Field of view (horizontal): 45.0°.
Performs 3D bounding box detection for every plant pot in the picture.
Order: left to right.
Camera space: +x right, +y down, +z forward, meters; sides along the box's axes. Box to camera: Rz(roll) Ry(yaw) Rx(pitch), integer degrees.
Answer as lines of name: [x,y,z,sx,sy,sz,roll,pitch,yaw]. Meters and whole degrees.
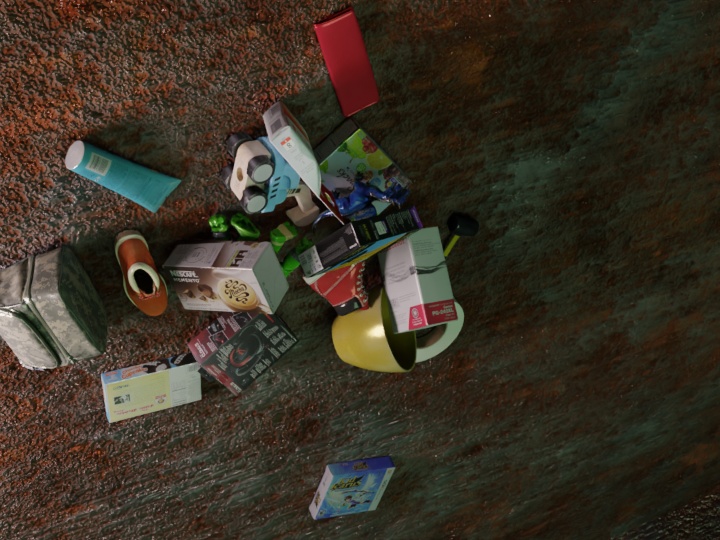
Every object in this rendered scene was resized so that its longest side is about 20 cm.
plant pot: [0.022,0.136,1.911,0.141,0.201,0.200,-14,142,21]

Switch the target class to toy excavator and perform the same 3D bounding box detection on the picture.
toy excavator: [-0.148,-0.157,1.601,0.199,0.100,0.195,-11,134,-35]

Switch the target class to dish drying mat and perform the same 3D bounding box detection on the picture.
dish drying mat: [-0.022,-0.365,1.537,0.077,0.018,0.200,-27,138,-6]

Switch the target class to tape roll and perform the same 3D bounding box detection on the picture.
tape roll: [0.153,0.136,2.079,0.202,0.037,0.203,-17,135,-18]

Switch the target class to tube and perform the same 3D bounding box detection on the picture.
tube: [-0.401,-0.159,1.475,0.077,0.050,0.200,-44,141,17]

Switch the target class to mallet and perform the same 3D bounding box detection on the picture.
mallet: [0.200,-0.040,1.953,0.066,0.041,0.201,2,130,-28]

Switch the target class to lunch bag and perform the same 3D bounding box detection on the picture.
lunch bag: [-0.558,0.078,1.532,0.167,0.140,0.200,-14,136,3]

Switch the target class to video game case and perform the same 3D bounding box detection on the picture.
video game case: [-0.022,0.595,2.380,0.199,0.046,0.182,-1,127,-30]

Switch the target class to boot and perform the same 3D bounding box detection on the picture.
boot: [-0.397,0.031,1.603,0.075,0.107,0.201,-24,138,-12]
boot: [0.000,0.000,1.794,0.200,0.072,0.144,-40,104,16]

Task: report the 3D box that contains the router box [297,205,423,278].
router box: [-0.003,-0.051,1.586,0.149,0.051,0.200,-18,174,-35]

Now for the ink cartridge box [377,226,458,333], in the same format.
ink cartridge box: [0.114,0.020,1.803,0.083,0.201,0.145,-8,174,-27]

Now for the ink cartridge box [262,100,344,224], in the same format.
ink cartridge box: [-0.085,-0.189,1.508,0.050,0.162,0.200,-40,116,9]

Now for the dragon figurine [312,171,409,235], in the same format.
dragon figurine: [-0.007,-0.117,1.630,0.200,0.100,0.059,-34,138,3]

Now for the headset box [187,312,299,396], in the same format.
headset box: [-0.250,0.157,1.810,0.200,0.075,0.149,-42,137,-3]

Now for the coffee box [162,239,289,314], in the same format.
coffee box: [-0.247,0.010,1.598,0.199,0.080,0.113,2,133,26]

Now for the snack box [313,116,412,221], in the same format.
snack box: [-0.009,-0.184,1.681,0.142,0.053,0.200,-41,137,10]

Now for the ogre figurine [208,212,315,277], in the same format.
ogre figurine: [-0.199,-0.036,1.663,0.199,0.098,0.120,3,131,-29]

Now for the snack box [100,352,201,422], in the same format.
snack box: [-0.434,0.243,1.819,0.199,0.037,0.117,-12,131,-22]
